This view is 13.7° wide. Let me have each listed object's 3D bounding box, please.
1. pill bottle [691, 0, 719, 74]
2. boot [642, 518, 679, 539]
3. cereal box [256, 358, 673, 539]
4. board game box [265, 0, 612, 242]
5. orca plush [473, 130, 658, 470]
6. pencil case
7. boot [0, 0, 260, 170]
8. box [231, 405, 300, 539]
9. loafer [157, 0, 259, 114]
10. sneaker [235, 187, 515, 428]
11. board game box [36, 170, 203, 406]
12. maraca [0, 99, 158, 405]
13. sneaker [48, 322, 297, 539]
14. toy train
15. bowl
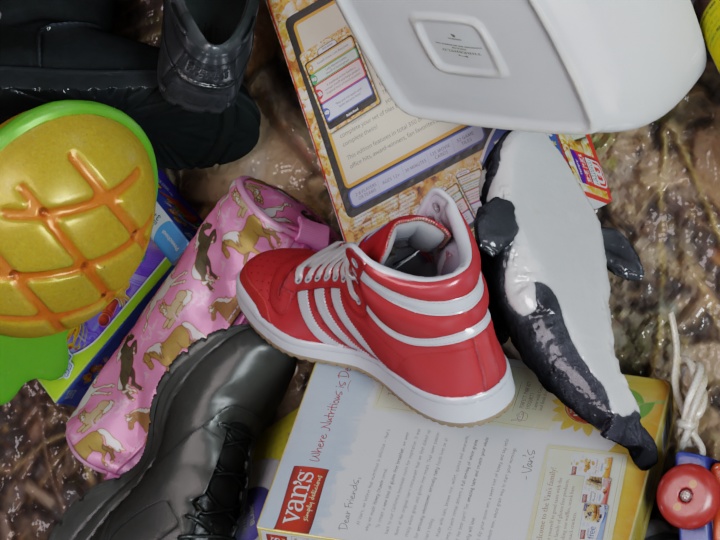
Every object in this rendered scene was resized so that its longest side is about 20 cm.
[{"bbox_3d":[0.255,-0.083,1.548,0.109,0.109,0.201,-32,68,23],"label":"pill bottle"},{"bbox_3d":[0.074,0.161,1.649,0.200,0.070,0.132,-35,58,15],"label":"boot"},{"bbox_3d":[0.058,0.108,1.604,0.199,0.040,0.144,7,48,15],"label":"cereal box"},{"bbox_3d":[0.042,-0.101,1.716,0.151,0.046,0.201,-26,70,25],"label":"board game box"},{"bbox_3d":[0.102,0.024,1.601,0.071,0.105,0.201,-46,65,42],"label":"orca plush"},{"bbox_3d":[-0.091,0.039,1.756,0.086,0.083,0.200,40,102,22],"label":"pencil case"},{"bbox_3d":[-0.159,-0.146,1.818,0.074,0.197,0.163,104,167,-48],"label":"boot"},{"bbox_3d":[-0.056,0.155,1.708,0.200,0.048,0.118,-38,39,27],"label":"box"},{"bbox_3d":[-0.085,-0.185,1.764,0.070,0.068,0.201,116,160,-52],"label":"loafer"},{"bbox_3d":[0.000,0.000,1.608,0.200,0.071,0.113,24,139,41],"label":"sneaker"},{"bbox_3d":[-0.188,-0.033,1.847,0.135,0.045,0.200,-49,62,16],"label":"board game box"},{"bbox_3d":[-0.192,-0.010,1.744,0.107,0.137,0.201,48,116,49],"label":"maraca"},{"bbox_3d":[-0.092,0.122,1.690,0.200,0.076,0.091,-56,43,11],"label":"sneaker"},{"bbox_3d":[0.219,0.115,1.561,0.115,0.085,0.201,-5,79,20],"label":"toy train"},{"bbox_3d":[0.064,-0.143,1.562,0.199,0.200,0.075,9,56,33],"label":"bowl"}]
